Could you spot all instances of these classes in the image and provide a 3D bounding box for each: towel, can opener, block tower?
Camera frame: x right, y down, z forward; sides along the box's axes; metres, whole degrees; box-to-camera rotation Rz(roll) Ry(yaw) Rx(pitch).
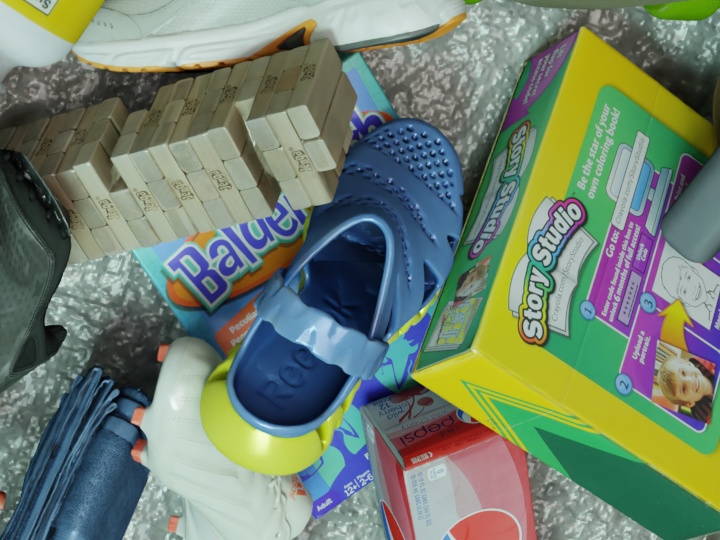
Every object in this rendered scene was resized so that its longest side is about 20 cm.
[{"bbox_3d":[-0.157,0.151,0.876,0.048,0.112,0.201,20,72,6],"label":"towel"},{"bbox_3d":[0.194,-0.094,0.834,0.067,0.053,0.200,41,128,11],"label":"can opener"},{"bbox_3d":[-0.098,-0.048,0.836,0.199,0.058,0.054,-12,126,24],"label":"block tower"}]

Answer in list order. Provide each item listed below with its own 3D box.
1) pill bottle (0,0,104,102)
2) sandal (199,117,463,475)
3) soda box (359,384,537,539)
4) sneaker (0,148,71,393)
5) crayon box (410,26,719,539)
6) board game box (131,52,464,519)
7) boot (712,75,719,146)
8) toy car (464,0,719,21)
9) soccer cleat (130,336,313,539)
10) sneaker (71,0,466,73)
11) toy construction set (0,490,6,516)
[{"bbox_3d":[-0.154,-0.168,0.815,0.112,0.112,0.201,34,96,-19],"label":"pill bottle"},{"bbox_3d":[0.000,0.000,0.823,0.079,0.087,0.201,27,54,0],"label":"sandal"},{"bbox_3d":[0.054,0.155,0.951,0.070,0.063,0.201,-20,124,-13],"label":"soda box"},{"bbox_3d":[-0.173,-0.032,0.790,0.090,0.066,0.201,-25,122,-38],"label":"sneaker"},{"bbox_3d":[0.135,0.007,0.909,0.172,0.058,0.201,33,58,-18],"label":"crayon box"},{"bbox_3d":[-0.017,0.006,0.931,0.152,0.045,0.201,-35,110,-3],"label":"board game box"},{"bbox_3d":[0.267,-0.111,0.937,0.154,0.077,0.202,9,73,-22],"label":"boot"},{"bbox_3d":[0.124,-0.228,0.857,0.163,0.158,0.202,0,93,-25],"label":"toy car"},{"bbox_3d":[-0.062,0.099,0.889,0.077,0.070,0.201,11,146,12],"label":"soccer cleat"},{"bbox_3d":[-0.049,-0.144,0.852,0.198,0.076,0.093,-6,95,16],"label":"sneaker"},{"bbox_3d":[-0.247,0.050,0.840,0.199,0.131,0.092,33,108,-23],"label":"toy construction set"}]
